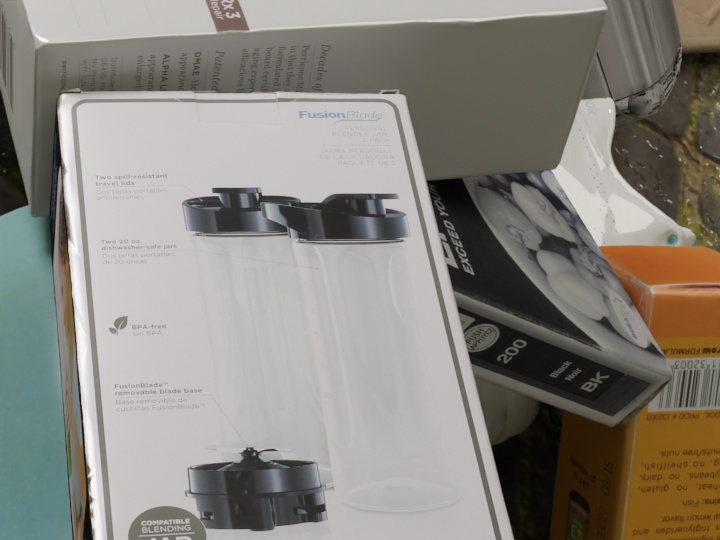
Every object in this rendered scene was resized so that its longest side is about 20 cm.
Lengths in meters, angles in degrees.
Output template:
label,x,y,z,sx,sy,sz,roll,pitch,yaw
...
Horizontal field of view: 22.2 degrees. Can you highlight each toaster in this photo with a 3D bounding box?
label,x,y,z,sx,sy,sz,roll,pitch,yaw
toaster,0.105,-0.146,0.972,0.200,0.114,0.129,-55,129,-65

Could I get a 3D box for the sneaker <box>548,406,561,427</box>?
label,x,y,z,sx,sy,sz,roll,pitch,yaw
sneaker,0.127,0.027,0.916,0.078,0.085,0.200,-21,73,-42

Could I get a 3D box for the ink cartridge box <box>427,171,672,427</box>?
label,x,y,z,sx,sy,sz,roll,pitch,yaw
ink cartridge box,0.009,-0.040,0.725,0.200,0.043,0.198,20,32,-37

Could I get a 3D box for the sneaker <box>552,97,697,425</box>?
label,x,y,z,sx,sy,sz,roll,pitch,yaw
sneaker,0.122,0.014,0.861,0.088,0.075,0.200,-20,91,-10

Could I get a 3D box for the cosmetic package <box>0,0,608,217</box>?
label,x,y,z,sx,sy,sz,roll,pitch,yaw
cosmetic package,-0.027,-0.090,0.653,0.200,0.081,0.113,-8,49,-18

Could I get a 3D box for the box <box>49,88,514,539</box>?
label,x,y,z,sx,sy,sz,roll,pitch,yaw
box,-0.029,0.036,0.545,0.116,0.060,0.200,-2,51,-14

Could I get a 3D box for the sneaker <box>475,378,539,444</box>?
label,x,y,z,sx,sy,sz,roll,pitch,yaw
sneaker,0.000,0.000,0.854,0.088,0.075,0.200,-25,76,-30

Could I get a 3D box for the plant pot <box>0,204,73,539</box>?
label,x,y,z,sx,sy,sz,roll,pitch,yaw
plant pot,-0.086,0.069,0.670,0.200,0.201,0.161,3,52,-33

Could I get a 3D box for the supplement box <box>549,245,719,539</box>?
label,x,y,z,sx,sy,sz,roll,pitch,yaw
supplement box,0.126,0.093,0.793,0.069,0.200,0.067,1,15,-19

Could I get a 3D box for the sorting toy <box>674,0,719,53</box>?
label,x,y,z,sx,sy,sz,roll,pitch,yaw
sorting toy,0.206,-0.214,1.180,0.200,0.036,0.185,-5,62,-42
